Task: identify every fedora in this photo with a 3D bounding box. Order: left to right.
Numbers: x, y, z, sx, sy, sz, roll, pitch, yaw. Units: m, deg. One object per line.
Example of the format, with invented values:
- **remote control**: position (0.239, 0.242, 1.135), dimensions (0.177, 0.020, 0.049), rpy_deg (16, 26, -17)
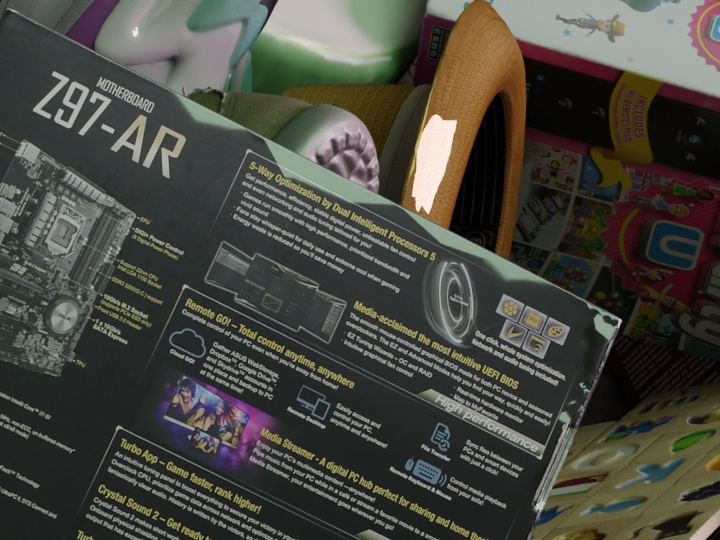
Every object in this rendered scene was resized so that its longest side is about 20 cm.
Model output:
- **fedora**: position (0.000, 0.000, 0.997), dimensions (0.081, 0.202, 0.201), rpy_deg (13, 31, 11)

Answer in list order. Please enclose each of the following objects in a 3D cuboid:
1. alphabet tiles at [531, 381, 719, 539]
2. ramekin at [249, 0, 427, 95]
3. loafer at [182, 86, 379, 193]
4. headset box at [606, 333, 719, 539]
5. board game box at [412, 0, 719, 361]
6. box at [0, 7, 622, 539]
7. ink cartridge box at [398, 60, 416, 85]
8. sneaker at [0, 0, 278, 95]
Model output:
- **alphabet tiles**: position (0.111, 0.070, 1.039), dimensions (0.200, 0.166, 0.006), rpy_deg (-31, 106, -58)
- **ramekin**: position (-0.068, -0.116, 1.087), dimensions (0.199, 0.098, 0.201), rpy_deg (30, 35, -24)
- **loafer**: position (-0.077, 0.022, 0.887), dimensions (0.070, 0.200, 0.075), rpy_deg (31, -20, 32)
- **headset box**: position (0.186, 0.054, 1.214), dimensions (0.148, 0.077, 0.201), rpy_deg (8, 47, -45)
- **board game box**: position (0.118, -0.042, 1.096), dimensions (0.199, 0.148, 0.064), rpy_deg (15, 52, 6)
- **box**: position (-0.047, 0.043, 0.817), dimensions (0.199, 0.044, 0.161), rpy_deg (26, 74, -6)
- **ink cartridge box**: position (0.041, -0.167, 1.170), dimensions (0.085, 0.200, 0.146), rpy_deg (-27, 74, -24)
- **sneaker**: position (-0.107, -0.059, 0.964), dimensions (0.139, 0.201, 0.078), rpy_deg (16, -3, 1)
